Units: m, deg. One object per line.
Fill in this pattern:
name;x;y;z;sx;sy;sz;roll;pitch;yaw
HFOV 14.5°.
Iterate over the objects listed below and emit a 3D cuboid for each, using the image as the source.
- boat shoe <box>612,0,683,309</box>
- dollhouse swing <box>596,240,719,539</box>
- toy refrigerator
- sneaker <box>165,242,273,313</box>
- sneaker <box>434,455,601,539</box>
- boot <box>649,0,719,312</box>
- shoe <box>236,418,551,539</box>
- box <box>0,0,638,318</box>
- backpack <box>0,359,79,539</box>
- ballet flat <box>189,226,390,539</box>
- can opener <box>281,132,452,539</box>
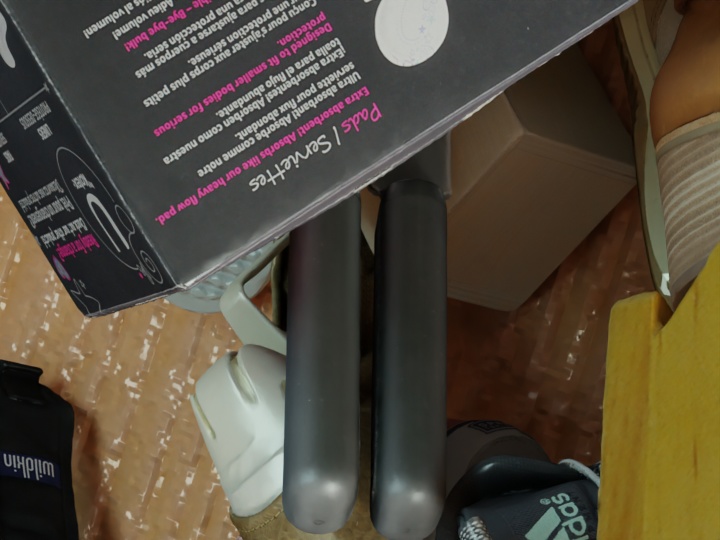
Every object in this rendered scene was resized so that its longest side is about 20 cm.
boat shoe;0.119;-0.065;0.899;0.066;0.074;0.201;-14;64;15
dollhouse swing;0.191;0.089;0.727;0.199;0.175;0.183;-19;53;39
toy refrigerator;0.020;-0.088;0.996;0.076;0.070;0.201;-48;48;28
sneaker;-0.066;-0.089;1.084;0.075;0.105;0.201;-16;96;15
sneaker;0.084;0.076;0.832;0.200;0.139;0.078;-45;53;27
boot;0.157;-0.082;0.778;0.200;0.076;0.156;-33;45;49
shoe;-0.001;0.144;0.950;0.091;0.071;0.201;5;77;46
box;-0.013;-0.085;0.807;0.115;0.199;0.132;59;163;-4
backpack;-0.198;0.134;1.064;0.154;0.199;0.191;-47;57;30
ballet flat;-0.017;0.035;0.920;0.068;0.072;0.201;-39;23;31
can opener;0.000;0.000;0.888;0.067;0.053;0.201;106;168;-55
